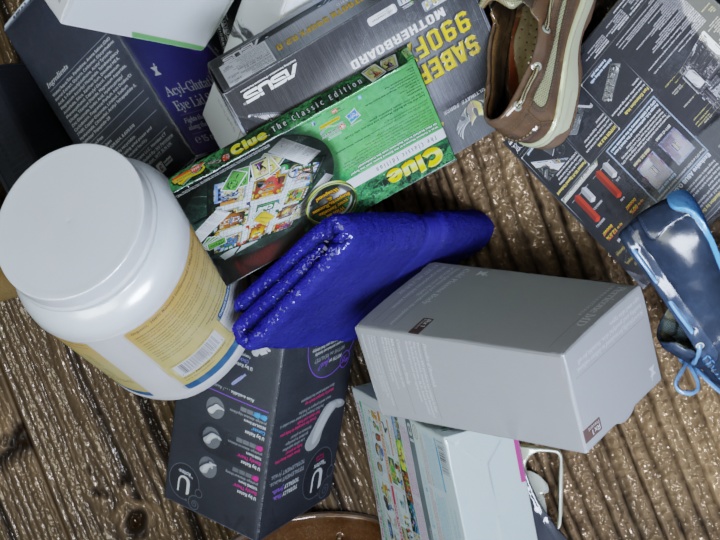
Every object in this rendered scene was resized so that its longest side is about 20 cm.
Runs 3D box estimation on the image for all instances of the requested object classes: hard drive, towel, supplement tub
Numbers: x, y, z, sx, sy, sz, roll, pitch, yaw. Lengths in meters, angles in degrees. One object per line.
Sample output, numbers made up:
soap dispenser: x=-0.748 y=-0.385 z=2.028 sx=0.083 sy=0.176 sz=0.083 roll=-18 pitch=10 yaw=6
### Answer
hard drive: x=-0.243 y=-0.114 z=1.480 sx=0.042 sy=0.199 sz=0.136 roll=-35 pitch=75 yaw=25
towel: x=0.000 y=0.000 z=1.368 sx=0.148 sy=0.199 sz=0.050 roll=-47 pitch=66 yaw=29
supplement tub: x=-0.176 y=0.002 z=1.339 sx=0.143 sy=0.200 sz=0.146 roll=-8 pitch=65 yaw=17

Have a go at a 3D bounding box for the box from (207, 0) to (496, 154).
box: x=0.006 y=-0.135 z=1.306 sx=0.159 sy=0.199 sz=0.048 roll=62 pitch=178 yaw=-40

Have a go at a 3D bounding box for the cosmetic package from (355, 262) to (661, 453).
cosmetic package: x=0.107 y=0.060 z=1.283 sx=0.198 sy=0.107 sz=0.091 roll=2 pitch=120 yaw=42

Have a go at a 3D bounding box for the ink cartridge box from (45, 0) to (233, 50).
ink cartridge box: x=-0.200 y=-0.270 z=1.352 sx=0.200 sy=0.145 sz=0.085 roll=52 pitch=121 yaw=34

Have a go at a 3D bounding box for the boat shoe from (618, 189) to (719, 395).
boat shoe: x=0.244 y=0.034 z=1.275 sx=0.068 sy=0.084 sz=0.201 roll=-24 pitch=108 yaw=9

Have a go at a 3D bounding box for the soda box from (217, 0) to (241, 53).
soda box: x=-0.094 y=-0.272 z=1.425 sx=0.063 sy=0.071 sz=0.202 roll=-11 pitch=97 yaw=35

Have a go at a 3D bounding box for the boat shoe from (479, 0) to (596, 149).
boat shoe: x=0.125 y=-0.194 z=1.269 sx=0.074 sy=0.074 sz=0.205 roll=-5 pitch=79 yaw=51

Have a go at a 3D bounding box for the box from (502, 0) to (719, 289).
box: x=0.222 y=-0.112 z=1.284 sx=0.158 sy=0.050 sz=0.200 roll=46 pitch=123 yaw=13

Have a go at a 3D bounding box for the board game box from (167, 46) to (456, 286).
board game box: x=-0.033 y=-0.074 z=1.286 sx=0.105 sy=0.198 sz=0.024 roll=63 pitch=177 yaw=-40

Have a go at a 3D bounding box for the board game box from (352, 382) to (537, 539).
board game box: x=0.067 y=0.172 z=1.389 sx=0.200 sy=0.064 sz=0.149 roll=-161 pitch=58 yaw=-67

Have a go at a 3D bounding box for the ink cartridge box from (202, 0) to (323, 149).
ink cartridge box: x=-0.020 y=-0.175 z=1.353 sx=0.084 sy=0.144 sz=0.202 roll=58 pitch=133 yaw=49

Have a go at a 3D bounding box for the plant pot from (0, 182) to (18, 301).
plant pot: x=-0.338 y=-0.048 z=1.595 sx=0.200 sy=0.186 sz=0.188 roll=-36 pitch=83 yaw=47

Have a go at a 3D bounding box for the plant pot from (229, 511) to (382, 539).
plant pot: x=-0.029 y=0.344 z=1.498 sx=0.198 sy=0.200 sz=0.201 roll=9 pitch=115 yaw=30

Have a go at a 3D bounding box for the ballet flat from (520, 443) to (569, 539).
ballet flat: x=0.126 y=0.140 z=1.414 sx=0.072 sy=0.073 sz=0.202 roll=-16 pitch=89 yaw=34

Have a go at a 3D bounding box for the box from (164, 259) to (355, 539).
box: x=-0.084 y=0.106 z=1.496 sx=0.105 sy=0.122 sz=0.202 roll=20 pitch=113 yaw=27

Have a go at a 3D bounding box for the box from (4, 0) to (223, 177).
box: x=-0.175 y=-0.160 z=1.463 sx=0.104 sy=0.148 sz=0.201 roll=-37 pitch=84 yaw=34
